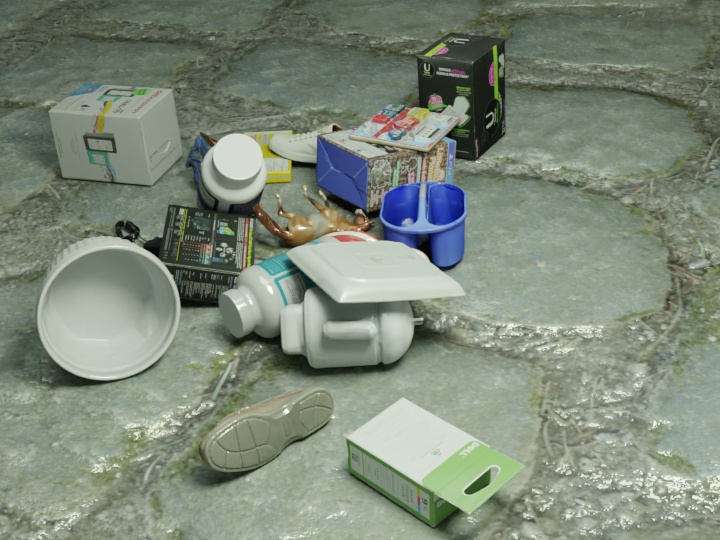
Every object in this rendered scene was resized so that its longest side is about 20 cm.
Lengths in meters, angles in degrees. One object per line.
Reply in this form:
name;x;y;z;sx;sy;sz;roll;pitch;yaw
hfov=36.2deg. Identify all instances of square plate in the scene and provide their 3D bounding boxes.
square plate;0.020;-0.004;1.547;0.197;0.029;0.200;-3;22;-25

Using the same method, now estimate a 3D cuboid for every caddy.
caddy;0.105;-0.086;1.801;0.140;0.106;0.200;-3;27;6

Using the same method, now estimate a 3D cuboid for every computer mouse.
computer mouse;-0.363;-0.058;1.898;0.199;0.034;0.059;24;41;40

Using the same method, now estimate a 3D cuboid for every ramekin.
ramekin;-0.363;0.045;1.572;0.199;0.201;0.105;-14;23;-16

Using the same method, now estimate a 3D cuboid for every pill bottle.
pill bottle;-0.108;0.030;1.638;0.199;0.111;0.111;-23;35;-29
pill bottle;-0.216;-0.152;1.859;0.110;0.200;0.112;4;71;-11

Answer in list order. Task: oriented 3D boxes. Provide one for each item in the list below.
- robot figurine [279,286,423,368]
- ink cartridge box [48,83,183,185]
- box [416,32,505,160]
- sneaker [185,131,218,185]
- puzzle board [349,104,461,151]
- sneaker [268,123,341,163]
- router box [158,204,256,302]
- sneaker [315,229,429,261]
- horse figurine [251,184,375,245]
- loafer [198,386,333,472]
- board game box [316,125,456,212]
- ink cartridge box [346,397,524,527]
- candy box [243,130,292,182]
robot figurine;-0.011;0.077;1.543;0.199;0.114;0.170;-4;6;3
ink cartridge box;-0.474;-0.268;2.156;0.199;0.147;0.147;6;32;17
box;0.198;-0.339;2.134;0.124;0.201;0.149;14;35;28
sneaker;-0.265;-0.173;2.054;0.075;0.079;0.200;22;22;-44
puzzle board;0.084;-0.264;2.003;0.150;0.017;0.200;11;28;19
sneaker;-0.081;-0.251;2.114;0.199;0.085;0.073;14;29;16
router box;-0.245;-0.027;1.770;0.149;0.062;0.200;7;30;-8
sneaker;0.000;0.000;1.709;0.199;0.079;0.116;6;31;20
horse figurine;-0.091;-0.088;1.879;0.199;0.050;0.133;-15;53;-36
loafer;-0.126;0.201;1.408;0.199;0.072;0.063;-20;17;-36
board game box;0.045;-0.194;1.986;0.199;0.097;0.159;-16;31;-34
ink cartridge box;0.087;0.236;1.311;0.104;0.060;0.200;-29;39;-35
candy box;-0.184;-0.225;2.163;0.102;0.027;0.200;-4;30;1
